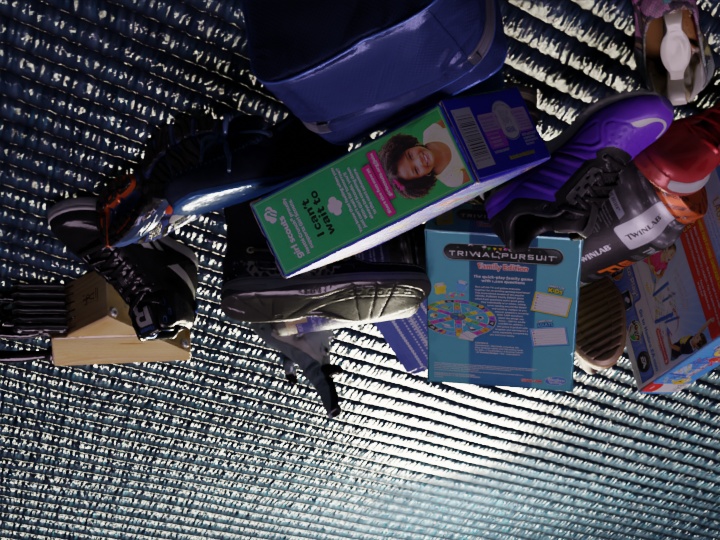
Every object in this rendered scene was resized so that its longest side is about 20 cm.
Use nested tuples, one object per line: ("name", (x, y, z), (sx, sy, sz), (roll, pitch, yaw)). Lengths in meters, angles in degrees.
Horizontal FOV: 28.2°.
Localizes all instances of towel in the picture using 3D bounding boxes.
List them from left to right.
("towel", (0.093, 0.023, 1.577), (0.199, 0.024, 0.145), (-27, 105, 31))

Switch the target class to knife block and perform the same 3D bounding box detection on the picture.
("knife block", (-0.310, 0.067, 1.588), (0.175, 0.064, 0.200), (-24, 148, 28))

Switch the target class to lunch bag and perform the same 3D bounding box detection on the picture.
("lunch bag", (0.008, -0.189, 1.123), (0.199, 0.137, 0.132), (-22, 149, 23))

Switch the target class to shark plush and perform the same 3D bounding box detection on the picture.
("shark plush", (-0.060, 0.088, 1.576), (0.091, 0.200, 0.084), (-4, 130, -45))

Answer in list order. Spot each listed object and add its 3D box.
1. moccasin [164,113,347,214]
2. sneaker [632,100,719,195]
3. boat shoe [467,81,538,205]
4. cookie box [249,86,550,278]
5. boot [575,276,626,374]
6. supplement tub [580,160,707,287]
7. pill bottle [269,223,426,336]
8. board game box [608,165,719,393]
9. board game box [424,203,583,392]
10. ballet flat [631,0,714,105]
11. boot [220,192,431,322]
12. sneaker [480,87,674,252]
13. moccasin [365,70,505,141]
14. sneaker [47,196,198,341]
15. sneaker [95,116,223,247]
("moccasin", (-0.099, -0.100, 1.242), (0.080, 0.069, 0.200), (-24, 180, 40))
("sneaker", (0.336, -0.144, 1.328), (0.200, 0.078, 0.116), (-27, 159, -46))
("boat shoe", (0.106, -0.100, 1.377), (0.074, 0.074, 0.200), (4, 149, -21))
("cookie box", (0.035, -0.075, 1.211), (0.199, 0.076, 0.171), (-26, 178, 29))
("boot", (0.253, 0.064, 1.575), (0.072, 0.201, 0.167), (-18, 137, 4))
("supplement tub", (0.237, -0.057, 1.438), (0.199, 0.123, 0.122), (-27, 146, 32))
("pill bottle", (0.000, 0.000, 1.494), (0.199, 0.112, 0.112), (-9, 152, 2))
("board game box", (0.340, -0.003, 1.482), (0.056, 0.201, 0.196), (5, 150, -29))
("board game box", (0.141, 0.028, 1.417), (0.150, 0.047, 0.201), (4, 130, 8))
("ballet flat", (0.274, -0.191, 1.257), (0.069, 0.072, 0.200), (-9, 152, 14))
("boot", (-0.040, -0.030, 1.384), (0.202, 0.154, 0.074), (-3, 147, -11))
("sneaker", (0.200, -0.078, 1.281), (0.200, 0.100, 0.069), (-31, 142, 28))
("moccasin", (0.029, -0.148, 1.265), (0.199, 0.081, 0.068), (1, 155, -14))
("sneaker", (-0.230, 0.007, 1.447), (0.073, 0.112, 0.200), (-25, 147, 28))
("sneaker", (-0.170, -0.085, 1.355), (0.078, 0.076, 0.200), (0, 158, -47))
